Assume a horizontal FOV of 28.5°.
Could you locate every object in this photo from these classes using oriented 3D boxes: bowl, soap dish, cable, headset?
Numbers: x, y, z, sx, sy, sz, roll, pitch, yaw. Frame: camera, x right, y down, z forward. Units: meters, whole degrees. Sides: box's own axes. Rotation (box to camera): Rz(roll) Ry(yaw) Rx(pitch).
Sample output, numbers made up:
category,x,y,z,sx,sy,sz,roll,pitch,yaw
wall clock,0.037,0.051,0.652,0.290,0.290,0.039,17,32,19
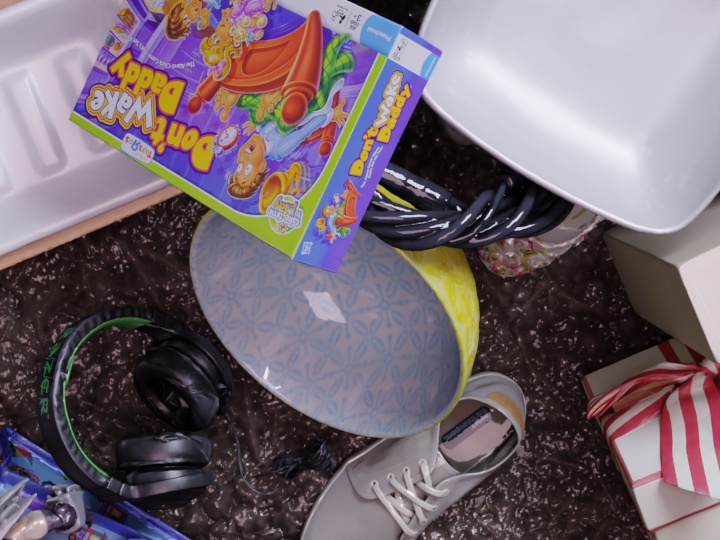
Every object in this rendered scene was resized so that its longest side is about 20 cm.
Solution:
category,x,y,z,sx,sy,sz,roll,pitch,yaw
bowl,0.144,-0.145,0.802,0.198,0.075,0.201,30,106,-6
soap dish,-0.214,-0.096,0.925,0.198,0.081,0.159,-22,97,1
cable,0.059,-0.083,0.850,0.198,0.164,0.051,-9,140,-28
bowl,0.000,0.000,0.920,0.200,0.200,0.108,43,50,-6
headset,-0.114,0.099,0.933,0.199,0.093,0.125,29,60,-33

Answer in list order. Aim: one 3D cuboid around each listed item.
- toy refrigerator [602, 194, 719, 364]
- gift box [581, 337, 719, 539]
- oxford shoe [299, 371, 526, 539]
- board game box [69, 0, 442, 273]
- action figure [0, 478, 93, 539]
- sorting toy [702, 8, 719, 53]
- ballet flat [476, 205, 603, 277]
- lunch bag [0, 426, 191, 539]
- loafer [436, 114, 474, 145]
category,x,y,z,sx,sy,sz,roll,pitch,yaw
toy refrigerator,0.218,0.001,0.894,0.075,0.200,0.071,-25,97,0
gift box,0.258,0.128,0.896,0.183,0.200,0.188,-25,107,1
oxford shoe,0.034,0.147,0.975,0.200,0.058,0.075,-41,100,5
board game box,-0.065,-0.104,0.809,0.199,0.045,0.136,30,98,34
action figure,-0.193,0.207,0.890,0.199,0.069,0.130,37,100,-24
sorting toy,0.311,-0.109,0.920,0.198,0.069,0.202,-32,98,-25
ballet flat,0.158,-0.070,0.952,0.200,0.064,0.076,-43,98,3
lunch bag,-0.196,0.229,0.971,0.199,0.094,0.152,31,93,-18
loafer,0.137,-0.151,0.938,0.199,0.070,0.070,-36,97,2
